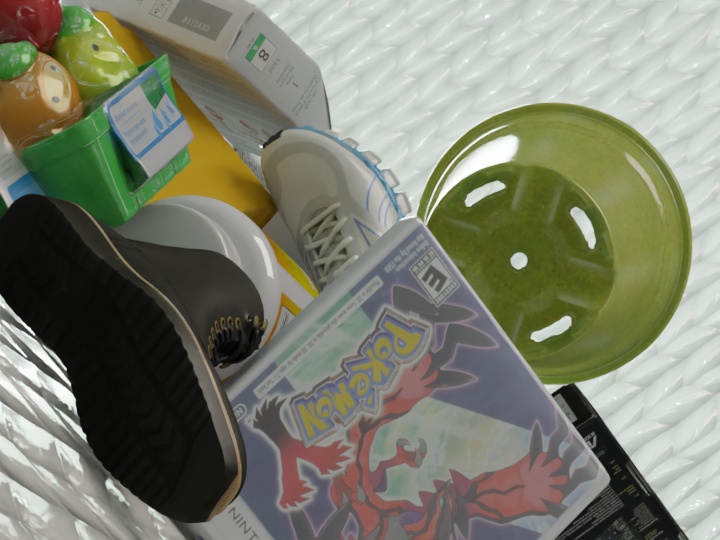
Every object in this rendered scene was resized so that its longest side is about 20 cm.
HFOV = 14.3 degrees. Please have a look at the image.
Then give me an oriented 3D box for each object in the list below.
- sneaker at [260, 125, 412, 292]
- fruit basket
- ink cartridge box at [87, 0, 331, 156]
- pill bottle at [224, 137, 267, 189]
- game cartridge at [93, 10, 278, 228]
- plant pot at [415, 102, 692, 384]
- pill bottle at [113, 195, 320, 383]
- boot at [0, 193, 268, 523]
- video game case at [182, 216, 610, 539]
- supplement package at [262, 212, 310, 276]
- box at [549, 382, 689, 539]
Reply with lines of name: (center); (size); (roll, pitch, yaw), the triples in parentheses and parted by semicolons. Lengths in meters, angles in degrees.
sneaker: (0.000, 0.000, 1.740); (0.200, 0.075, 0.087); (53, 32, 4)
fruit basket: (-0.169, -0.116, 1.513); (0.200, 0.094, 0.185); (68, 23, -12)
ink cartridge box: (-0.076, -0.126, 1.880); (0.161, 0.050, 0.200); (25, -10, 43)
pill bottle: (-0.136, -0.079, 2.082); (0.114, 0.114, 0.200); (55, 2, 20)
game cartridge: (-0.157, -0.085, 1.724); (0.176, 0.032, 0.200); (50, 24, 15)
plant pot: (0.118, -0.012, 1.943); (0.201, 0.200, 0.184); (54, 12, 3)
pill bottle: (-0.087, 0.022, 1.631); (0.109, 0.109, 0.200); (54, 2, 17)
boot: (-0.076, 0.042, 1.382); (0.138, 0.077, 0.200); (13, 35, -47)
video game case: (0.012, 0.103, 1.469); (0.182, 0.200, 0.023); (53, -24, -14)
supplement package: (-0.017, 0.067, 1.898); (0.200, 0.147, 0.191); (55, 3, 13)
box: (0.083, 0.180, 1.591); (0.160, 0.200, 0.044); (52, 4, -30)
